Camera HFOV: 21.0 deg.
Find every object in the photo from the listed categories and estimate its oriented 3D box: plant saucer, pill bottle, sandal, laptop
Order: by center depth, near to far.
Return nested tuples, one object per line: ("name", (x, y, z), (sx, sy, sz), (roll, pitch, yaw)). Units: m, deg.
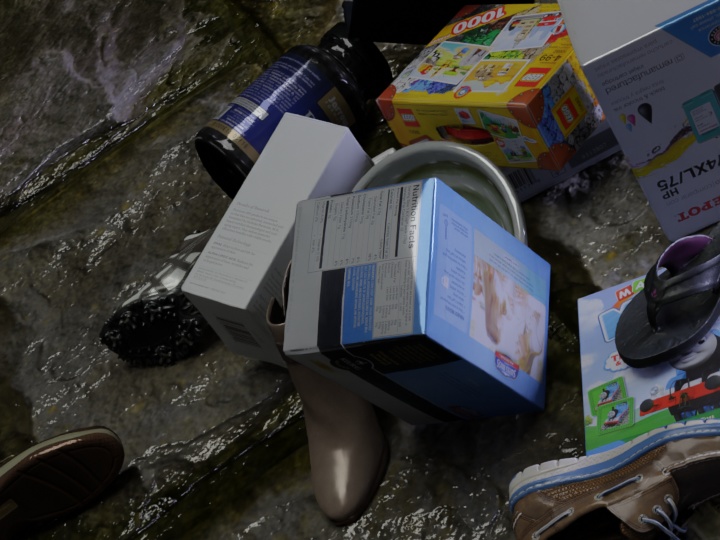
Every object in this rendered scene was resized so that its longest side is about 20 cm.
("sandal", (0.261, -0.005, 1.499), (0.200, 0.048, 0.075), (-44, 35, -19))
("plant saucer", (0.065, -0.010, 1.691), (0.199, 0.050, 0.202), (-7, 77, 32))
("laptop", (0.076, -0.278, 1.929), (0.176, 0.104, 0.200), (3, 23, -4))
("pill bottle", (-0.065, -0.159, 1.984), (0.200, 0.112, 0.112), (-44, 34, -15))

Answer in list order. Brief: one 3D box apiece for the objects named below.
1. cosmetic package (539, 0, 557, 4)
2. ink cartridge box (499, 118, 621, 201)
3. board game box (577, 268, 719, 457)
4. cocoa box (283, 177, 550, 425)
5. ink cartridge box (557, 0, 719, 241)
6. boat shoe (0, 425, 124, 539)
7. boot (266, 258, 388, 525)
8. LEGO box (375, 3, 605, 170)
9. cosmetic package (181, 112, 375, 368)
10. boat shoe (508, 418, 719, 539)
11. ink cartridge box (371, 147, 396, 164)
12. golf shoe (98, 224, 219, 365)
("cosmetic package", (0.271, -0.239, 1.802), (0.106, 0.091, 0.199), (-27, 28, -36))
("ink cartridge box", (0.156, -0.147, 1.841), (0.162, 0.057, 0.201), (-28, 38, 9))
("board game box", (0.244, 0.073, 1.491), (0.150, 0.037, 0.201), (-21, 34, 19))
("cocoa box", (0.050, 0.029, 1.534), (0.130, 0.200, 0.134), (-9, 65, 31))
("ink cartridge box", (0.273, -0.162, 1.618), (0.146, 0.200, 0.146), (-25, 35, 12))
("boat shoe", (-0.306, 0.191, 1.777), (0.201, 0.075, 0.075), (-28, 27, 8))
("boot", (-0.034, 0.089, 1.602), (0.070, 0.147, 0.201), (-16, 40, 16))
("LEGO box", (0.137, -0.170, 1.777), (0.199, 0.077, 0.149), (7, 48, 49))
("cosmetic package", (-0.063, -0.028, 1.753), (0.081, 0.113, 0.201), (14, 64, 33))
("boat shoe", (0.203, 0.166, 1.387), (0.199, 0.072, 0.073), (-20, 48, 23))
("ink cartridge box", (0.000, 0.000, 1.804), (0.160, 0.050, 0.201), (-29, 51, 7))
("golf shoe", (-0.166, 0.019, 1.862), (0.199, 0.078, 0.095), (-31, 27, 27))
